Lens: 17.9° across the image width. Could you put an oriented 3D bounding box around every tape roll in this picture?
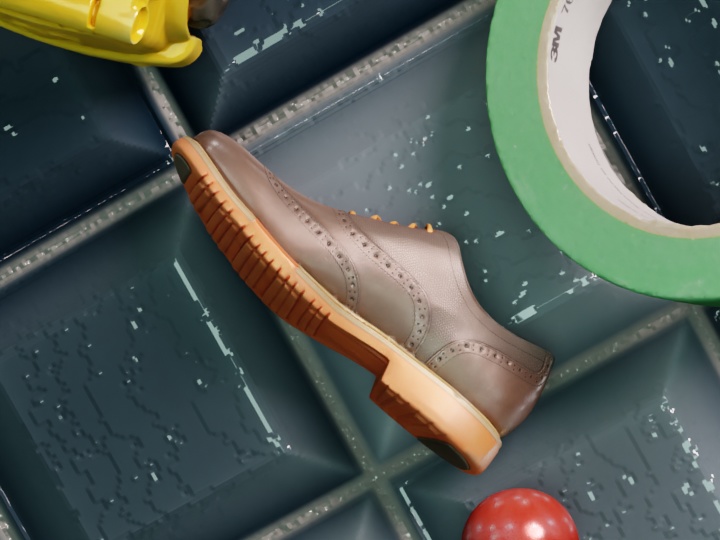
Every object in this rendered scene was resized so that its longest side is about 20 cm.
[{"bbox_3d":[0.151,-0.086,0.967,0.199,0.048,0.202,-3,84,29],"label":"tape roll"}]

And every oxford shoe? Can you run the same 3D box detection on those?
[{"bbox_3d":[0.000,0.000,1.029,0.200,0.071,0.073,44,78,-5],"label":"oxford shoe"}]

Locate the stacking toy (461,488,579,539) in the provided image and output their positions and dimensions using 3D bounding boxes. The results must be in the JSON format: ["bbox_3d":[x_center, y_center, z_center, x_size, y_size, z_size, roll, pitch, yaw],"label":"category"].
[{"bbox_3d":[0.074,0.199,1.033,0.085,0.085,0.201,-5,90,5],"label":"stacking toy"}]

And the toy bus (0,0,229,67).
[{"bbox_3d":[-0.114,-0.191,0.949,0.135,0.192,0.201,16,95,4],"label":"toy bus"}]
